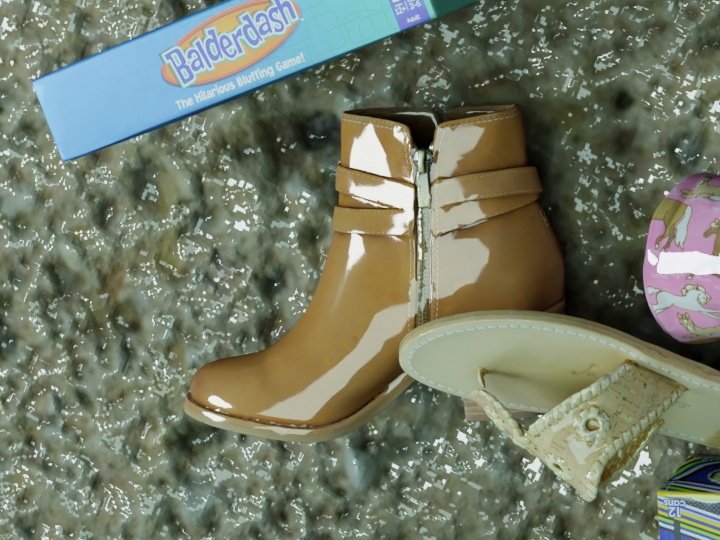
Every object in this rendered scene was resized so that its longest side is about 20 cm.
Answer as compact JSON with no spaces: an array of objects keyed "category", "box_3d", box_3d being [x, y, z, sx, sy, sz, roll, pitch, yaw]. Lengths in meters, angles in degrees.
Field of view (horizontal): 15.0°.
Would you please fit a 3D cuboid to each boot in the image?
[{"category":"boot","box_3d":[0.000,0.000,1.341,0.200,0.077,0.155,-5,104,19]}]

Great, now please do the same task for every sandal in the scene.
[{"category":"sandal","box_3d":[0.121,0.075,1.275,0.211,0.070,0.078,9,145,-5]}]

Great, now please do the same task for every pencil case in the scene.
[{"category":"pencil case","box_3d":[0.227,0.002,1.226,0.200,0.086,0.083,6,102,40]}]

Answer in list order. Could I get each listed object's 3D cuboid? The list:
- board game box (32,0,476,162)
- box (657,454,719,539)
[{"category":"board game box","box_3d":[-0.033,-0.115,1.288,0.200,0.152,0.045,-19,95,24]},{"category":"box","box_3d":[0.244,0.131,1.289,0.200,0.064,0.070,1,104,21]}]
